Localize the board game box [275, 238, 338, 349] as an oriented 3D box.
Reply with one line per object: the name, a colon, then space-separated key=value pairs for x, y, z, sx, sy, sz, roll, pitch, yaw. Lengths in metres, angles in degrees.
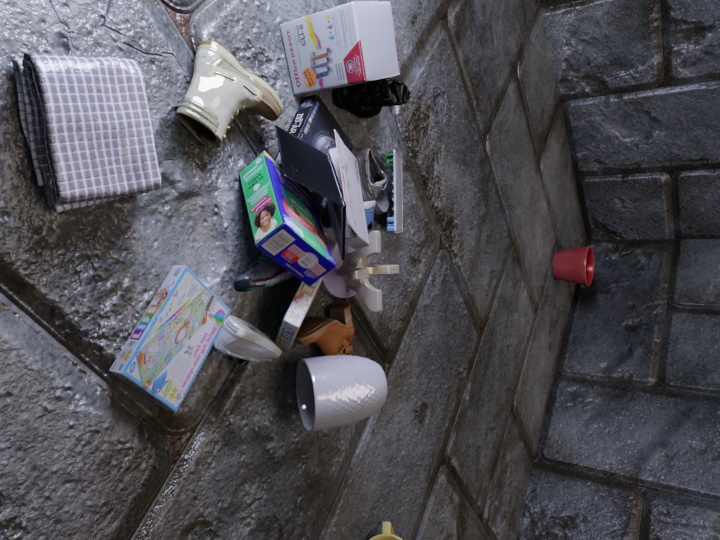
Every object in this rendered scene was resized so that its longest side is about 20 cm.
board game box: x=-0.111 y=0.048 z=1.170 sx=0.135 sy=0.034 sz=0.203 roll=119 pitch=-5 yaw=-61

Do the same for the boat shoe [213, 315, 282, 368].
boat shoe: x=-0.215 y=0.143 z=1.070 sx=0.072 sy=0.070 sz=0.201 roll=-51 pitch=156 yaw=-5

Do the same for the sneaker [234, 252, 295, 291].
sneaker: x=-0.188 y=-0.014 z=1.115 sx=0.199 sy=0.073 sz=0.090 roll=-20 pitch=99 yaw=-65

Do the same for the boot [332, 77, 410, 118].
boot: x=0.045 y=-0.412 z=1.349 sx=0.197 sy=0.160 sz=0.075 roll=-9 pitch=101 yaw=-55

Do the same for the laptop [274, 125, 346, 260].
laptop: x=-0.098 y=-0.152 z=1.111 sx=0.189 sy=0.113 sz=0.203 roll=-107 pitch=-165 yaw=-48

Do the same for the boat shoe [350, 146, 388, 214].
boat shoe: x=0.035 y=-0.221 z=1.427 sx=0.201 sy=0.068 sz=0.072 roll=59 pitch=46 yaw=-40

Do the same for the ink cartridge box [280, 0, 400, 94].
ink cartridge box: x=-0.042 y=-0.462 z=1.186 sx=0.144 sy=0.197 sz=0.149 roll=-32 pitch=117 yaw=-48

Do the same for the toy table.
toy table: x=0.000 y=0.000 z=1.347 sx=0.199 sy=0.115 sz=0.188 roll=-27 pitch=113 yaw=-51

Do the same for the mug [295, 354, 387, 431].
mug: x=-0.045 y=0.265 z=1.236 sx=0.171 sy=0.200 sz=0.151 roll=-3 pitch=69 yaw=-22

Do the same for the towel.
towel: x=-0.375 y=-0.195 z=0.798 sx=0.164 sy=0.084 sz=0.205 roll=-24 pitch=111 yaw=-52

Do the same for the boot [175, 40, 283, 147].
boot: x=-0.231 y=-0.288 z=1.023 sx=0.199 sy=0.071 sz=0.158 roll=32 pitch=65 yaw=-47

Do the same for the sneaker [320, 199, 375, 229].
sneaker: x=-0.021 y=-0.116 z=1.343 sx=0.199 sy=0.077 sz=0.092 roll=-17 pitch=103 yaw=-55

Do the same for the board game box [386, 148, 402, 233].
board game box: x=0.090 y=-0.201 z=1.482 sx=0.200 sy=0.025 sz=0.205 roll=-27 pitch=116 yaw=-80

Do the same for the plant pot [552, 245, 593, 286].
plant pot: x=1.103 y=-0.026 z=2.951 sx=0.199 sy=0.174 sz=0.206 roll=-5 pitch=96 yaw=-56

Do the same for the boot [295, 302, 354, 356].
boot: x=-0.072 y=0.176 z=1.287 sx=0.199 sy=0.072 sz=0.159 roll=-24 pitch=114 yaw=-51

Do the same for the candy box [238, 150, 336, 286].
candy box: x=-0.140 y=-0.097 z=1.078 sx=0.169 sy=0.076 sz=0.202 roll=41 pitch=20 yaw=-49

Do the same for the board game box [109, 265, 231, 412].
board game box: x=-0.312 y=0.114 z=0.955 sx=0.135 sy=0.034 sz=0.203 roll=55 pitch=49 yaw=-42

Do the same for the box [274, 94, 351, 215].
box: x=-0.103 y=-0.250 z=1.241 sx=0.160 sy=0.043 sz=0.203 roll=48 pitch=53 yaw=-45

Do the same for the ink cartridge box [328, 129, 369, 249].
ink cartridge box: x=-0.033 y=-0.163 z=1.182 sx=0.176 sy=0.044 sz=0.205 roll=34 pitch=46 yaw=-72

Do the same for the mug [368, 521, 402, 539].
mug: x=0.084 y=0.792 z=1.499 sx=0.187 sy=0.147 sz=0.155 roll=-48 pitch=137 yaw=-35
